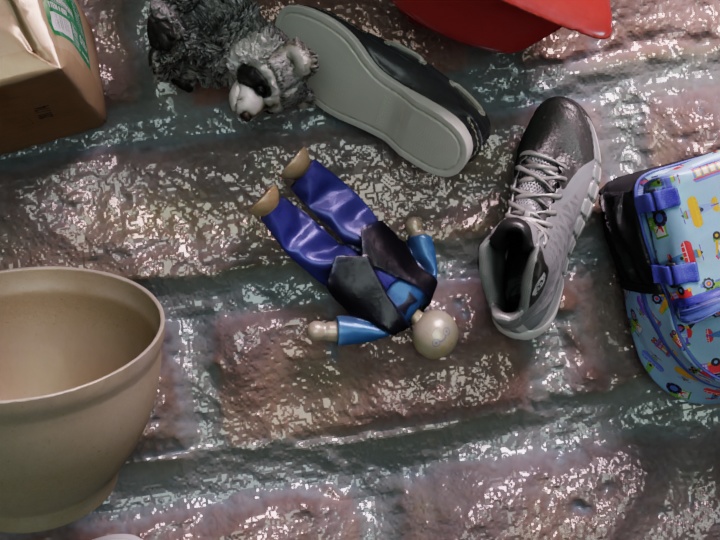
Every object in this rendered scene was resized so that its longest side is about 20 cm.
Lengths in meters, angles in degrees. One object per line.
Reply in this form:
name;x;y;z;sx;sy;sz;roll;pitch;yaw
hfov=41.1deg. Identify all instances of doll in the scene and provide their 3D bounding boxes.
doll;0.000;0.000;0.777;0.200;0.048;0.137;42;76;-8

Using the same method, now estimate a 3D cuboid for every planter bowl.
planter bowl;-0.240;0.099;0.698;0.196;0.201;0.137;2;115;-4

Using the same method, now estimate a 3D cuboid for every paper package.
paper package;-0.291;-0.147;0.687;0.187;0.200;0.105;-17;89;-6

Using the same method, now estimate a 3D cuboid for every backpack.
backpack;0.298;0.005;0.760;0.179;0.135;0.204;-13;91;-4

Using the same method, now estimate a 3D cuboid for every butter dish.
butter dish;0.080;-0.250;0.752;0.196;0.148;0.203;14;57;-25

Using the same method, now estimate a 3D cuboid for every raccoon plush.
raccoon plush;-0.088;-0.215;0.750;0.131;0.097;0.204;7;88;1

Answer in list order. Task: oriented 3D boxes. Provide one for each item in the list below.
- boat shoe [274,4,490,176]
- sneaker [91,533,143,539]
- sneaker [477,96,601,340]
boat shoe;0.018;-0.155;0.780;0.199;0.075;0.060;35;44;14
sneaker;-0.256;0.256;0.729;0.197;0.082;0.075;-23;88;-5
sneaker;0.139;-0.048;0.750;0.074;0.115;0.204;9;86;22
